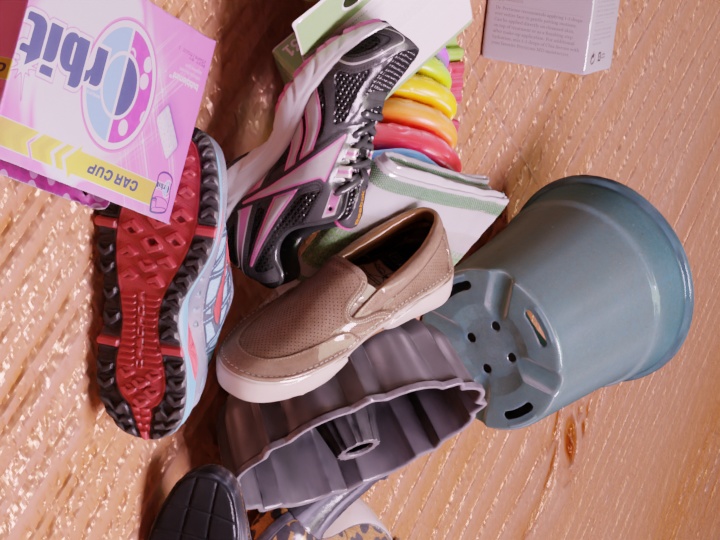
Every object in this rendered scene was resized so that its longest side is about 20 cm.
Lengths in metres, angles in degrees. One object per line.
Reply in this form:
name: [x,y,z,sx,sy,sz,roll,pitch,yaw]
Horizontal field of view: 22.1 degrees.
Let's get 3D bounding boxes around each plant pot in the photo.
plant pot: [0.165,0.037,1.643,0.196,0.199,0.202,-27,126,-49]

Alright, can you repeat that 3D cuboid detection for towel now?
towel: [0.000,0.000,1.322,0.149,0.031,0.200,12,127,-49]

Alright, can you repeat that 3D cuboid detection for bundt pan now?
bundt pan: [-0.015,0.095,1.319,0.202,0.201,0.076,23,40,-64]

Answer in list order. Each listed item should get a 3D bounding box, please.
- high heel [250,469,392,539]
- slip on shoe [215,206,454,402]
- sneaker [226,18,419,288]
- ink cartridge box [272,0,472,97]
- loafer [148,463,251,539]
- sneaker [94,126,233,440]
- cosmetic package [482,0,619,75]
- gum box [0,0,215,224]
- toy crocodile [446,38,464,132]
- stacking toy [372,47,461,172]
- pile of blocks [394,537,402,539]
high heel: [-0.041,0.231,1.471,0.142,0.071,0.201,-34,149,-24]
slip on shoe: [-0.015,0.019,1.224,0.199,0.076,0.061,-25,135,-32]
sneaker: [-0.020,-0.071,1.217,0.200,0.086,0.080,-51,162,20]
ink cartridge box: [0.007,-0.179,1.247,0.145,0.048,0.200,-42,160,-8]
loafer: [-0.107,0.214,1.298,0.072,0.072,0.201,-52,155,-56]
sneaker: [-0.121,0.000,1.176,0.096,0.079,0.202,-44,148,-68]
cosmetic package: [0.173,-0.278,1.597,0.071,0.101,0.202,-22,122,-60]
gum box: [-0.161,-0.103,1.031,0.200,0.066,0.115,22,81,-64]
toy crocodile: [0.052,-0.117,1.469,0.067,0.061,0.202,-6,106,-63]
stacking toy: [0.031,-0.144,1.390,0.116,0.109,0.202,29,63,-54]
pile of blocks: [0.051,0.294,1.659,0.083,0.062,0.200,-67,153,-20]
